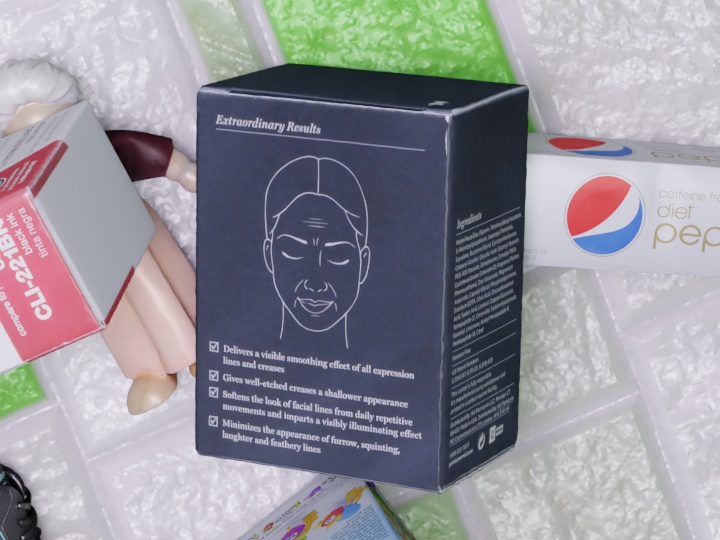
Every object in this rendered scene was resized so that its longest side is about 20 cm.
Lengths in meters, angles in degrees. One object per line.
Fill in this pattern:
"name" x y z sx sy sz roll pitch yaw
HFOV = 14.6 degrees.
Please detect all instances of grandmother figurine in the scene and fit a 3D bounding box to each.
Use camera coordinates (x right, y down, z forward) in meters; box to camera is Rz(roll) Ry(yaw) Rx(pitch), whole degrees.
"grandmother figurine" -0.138 -0.028 1.514 0.121 0.061 0.201 -34 109 -10

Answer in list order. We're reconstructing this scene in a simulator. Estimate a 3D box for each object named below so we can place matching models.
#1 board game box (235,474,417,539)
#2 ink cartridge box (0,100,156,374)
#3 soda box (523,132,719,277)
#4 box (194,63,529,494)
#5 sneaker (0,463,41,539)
"board game box" 0.000 0.195 1.515 0.105 0.200 0.103 -37 106 0
"ink cartridge box" -0.219 0.007 1.432 0.199 0.144 0.084 -24 106 15
"soda box" 0.155 -0.036 1.560 0.199 0.068 0.064 3 103 -11
"box" 0.000 0.000 1.488 0.148 0.107 0.201 8 105 25
"sneaker" -0.199 0.156 1.535 0.200 0.075 0.079 43 90 -17
